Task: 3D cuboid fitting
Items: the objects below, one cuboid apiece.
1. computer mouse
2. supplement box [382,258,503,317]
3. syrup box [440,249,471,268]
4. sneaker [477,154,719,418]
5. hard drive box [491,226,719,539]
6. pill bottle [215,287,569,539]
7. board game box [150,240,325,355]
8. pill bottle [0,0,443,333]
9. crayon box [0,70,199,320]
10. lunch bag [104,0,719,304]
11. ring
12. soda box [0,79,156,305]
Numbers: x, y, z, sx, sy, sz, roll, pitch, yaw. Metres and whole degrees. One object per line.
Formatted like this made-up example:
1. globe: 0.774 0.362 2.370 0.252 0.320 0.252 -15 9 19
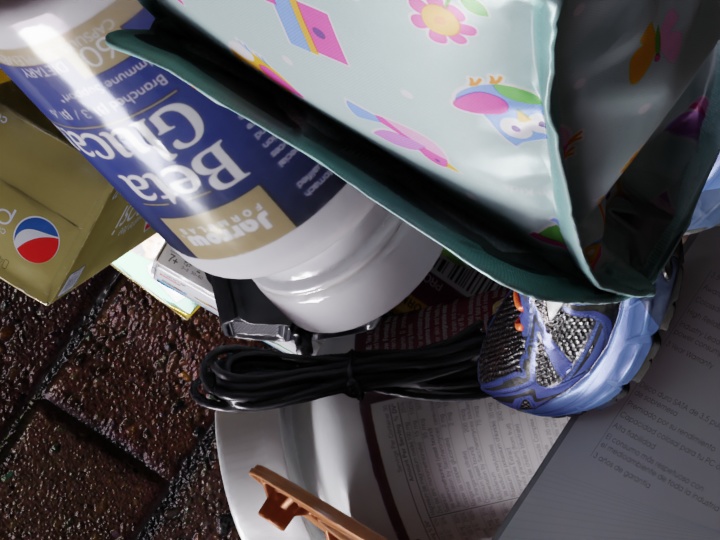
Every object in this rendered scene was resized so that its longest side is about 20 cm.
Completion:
1. computer mouse: 0.000 0.000 0.978 0.140 0.046 0.200 -1 -158 -1
2. supplement box: 0.023 -0.023 1.190 0.131 0.103 0.200 34 173 -23
3. syrup box: -0.013 -0.091 0.989 0.200 0.082 0.079 37 172 -35
4. sneaker: 0.072 -0.023 0.770 0.078 0.075 0.200 11 138 -10
5. hard drive box: 0.159 0.071 0.797 0.156 0.200 0.077 29 172 42
6. pill bottle: 0.044 0.069 1.016 0.110 0.200 0.110 -14 -90 -79
7. board game box: -0.010 0.035 1.135 0.200 0.035 0.126 29 175 -5
8. pill bottle: -0.051 -0.067 0.857 0.111 0.111 0.200 25 162 52
9. crayon box: -0.145 -0.091 1.311 0.200 0.058 0.173 37 -147 -14
10. lunch bag: 0.017 -0.082 0.626 0.170 0.122 0.200 31 158 21
11. ring: 0.037 0.137 0.897 0.200 0.019 0.200 33 173 5
12. soda box: -0.118 -0.047 0.985 0.068 0.064 0.200 31 -166 3
